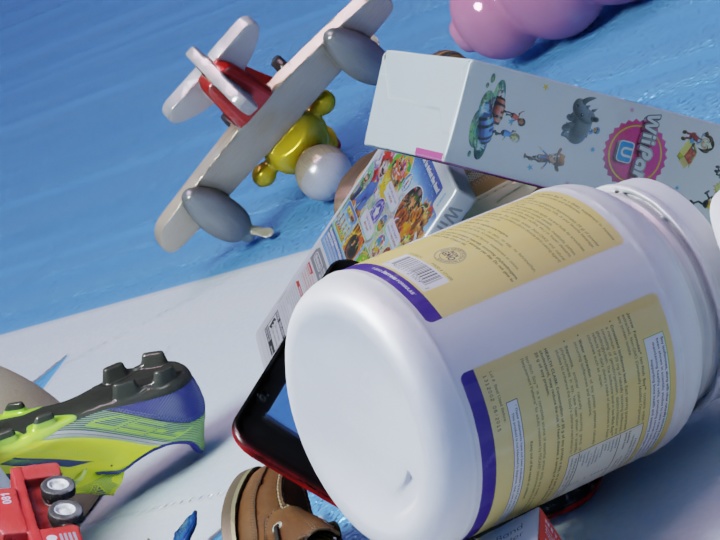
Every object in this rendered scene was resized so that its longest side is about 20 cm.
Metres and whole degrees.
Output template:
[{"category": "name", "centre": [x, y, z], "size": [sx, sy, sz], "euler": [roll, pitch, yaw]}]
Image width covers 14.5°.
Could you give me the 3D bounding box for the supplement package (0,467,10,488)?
[{"category": "supplement package", "centre": [-0.292, 0.211, 1.756], "size": [0.200, 0.122, 0.120], "euler": [-33, 16, 2]}]

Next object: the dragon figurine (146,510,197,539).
[{"category": "dragon figurine", "centre": [-0.101, 0.171, 1.547], "size": [0.059, 0.100, 0.200], "euler": [-31, 17, 6]}]

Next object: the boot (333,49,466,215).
[{"category": "boot", "centre": [0.056, -0.090, 2.056], "size": [0.075, 0.074, 0.200], "euler": [-4, 38, 32]}]

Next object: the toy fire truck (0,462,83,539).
[{"category": "toy fire truck", "centre": [-0.227, 0.158, 1.603], "size": [0.140, 0.049, 0.200], "euler": [-6, 30, -14]}]

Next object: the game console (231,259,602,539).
[{"category": "game console", "centre": [0.054, 0.055, 1.546], "size": [0.172, 0.119, 0.200], "euler": [-24, 20, 31]}]

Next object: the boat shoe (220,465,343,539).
[{"category": "boat shoe", "centre": [-0.033, 0.165, 1.507], "size": [0.068, 0.072, 0.200], "euler": [-25, 28, 15]}]

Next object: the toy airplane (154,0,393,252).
[{"category": "toy airplane", "centre": [-0.063, -0.112, 2.190], "size": [0.199, 0.141, 0.200], "euler": [-32, -21, -39]}]

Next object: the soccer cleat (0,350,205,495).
[{"category": "soccer cleat", "centre": [-0.195, 0.121, 1.846], "size": [0.199, 0.084, 0.065], "euler": [-20, 22, -8]}]

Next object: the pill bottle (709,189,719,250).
[{"category": "pill bottle", "centre": [0.281, -0.035, 1.384], "size": [0.199, 0.110, 0.110], "euler": [-29, 17, 17]}]

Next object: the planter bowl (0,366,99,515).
[{"category": "planter bowl", "centre": [-0.290, 0.135, 1.942], "size": [0.200, 0.135, 0.200], "euler": [-31, 18, 11]}]

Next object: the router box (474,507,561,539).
[{"category": "router box", "centre": [0.010, 0.213, 1.313], "size": [0.199, 0.049, 0.180], "euler": [-30, 17, 14]}]

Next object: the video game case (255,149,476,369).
[{"category": "video game case", "centre": [0.000, 0.000, 1.784], "size": [0.200, 0.018, 0.143], "euler": [-56, 23, 19]}]

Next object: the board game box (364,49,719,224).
[{"category": "board game box", "centre": [0.121, -0.076, 1.660], "size": [0.147, 0.199, 0.065], "euler": [-158, 80, -71]}]

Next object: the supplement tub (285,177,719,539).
[{"category": "supplement tub", "centre": [0.078, 0.042, 1.405], "size": [0.199, 0.146, 0.145], "euler": [-21, 9, -29]}]

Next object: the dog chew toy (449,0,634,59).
[{"category": "dog chew toy", "centre": [0.152, -0.236, 2.180], "size": [0.200, 0.125, 0.125], "euler": [-37, 15, 20]}]

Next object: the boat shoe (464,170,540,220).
[{"category": "boat shoe", "centre": [0.046, -0.039, 1.856], "size": [0.199, 0.076, 0.072], "euler": [-29, -14, 18]}]
